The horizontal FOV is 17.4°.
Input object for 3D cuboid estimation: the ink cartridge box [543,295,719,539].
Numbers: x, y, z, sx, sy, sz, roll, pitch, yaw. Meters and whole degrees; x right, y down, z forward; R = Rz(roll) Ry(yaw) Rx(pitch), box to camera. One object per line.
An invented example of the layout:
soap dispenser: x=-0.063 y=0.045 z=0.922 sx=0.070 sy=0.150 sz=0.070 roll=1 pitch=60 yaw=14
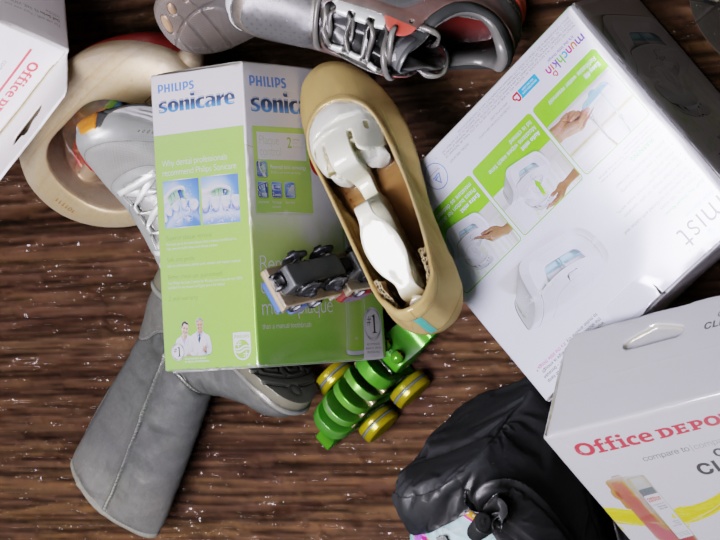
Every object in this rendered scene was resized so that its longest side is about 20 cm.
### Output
ink cartridge box: x=0.228 y=0.120 z=1.473 sx=0.145 sy=0.084 sz=0.200 roll=-18 pitch=127 yaw=34

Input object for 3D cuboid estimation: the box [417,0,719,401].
box: x=0.146 y=-0.048 z=1.522 sx=0.177 sy=0.097 sz=0.200 roll=49 pitch=122 yaw=10

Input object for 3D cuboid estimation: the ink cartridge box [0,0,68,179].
ink cartridge box: x=-0.268 y=-0.168 z=1.684 sx=0.117 sy=0.067 sz=0.200 roll=-47 pitch=36 yaw=31

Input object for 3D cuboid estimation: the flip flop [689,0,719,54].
flip flop: x=0.278 y=-0.121 z=1.455 sx=0.200 sy=0.057 sz=0.081 roll=56 pitch=129 yaw=24

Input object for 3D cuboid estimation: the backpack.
backpack: x=0.111 y=0.192 z=1.588 sx=0.126 sy=0.167 sz=0.201 roll=-15 pitch=109 yaw=41

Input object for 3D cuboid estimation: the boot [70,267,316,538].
boot: x=-0.129 y=0.117 z=1.741 sx=0.182 sy=0.072 sz=0.201 roll=43 pitch=115 yaw=36

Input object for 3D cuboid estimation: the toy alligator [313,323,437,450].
toy alligator: x=0.018 y=0.064 z=1.654 sx=0.059 sy=0.054 sz=0.200 roll=47 pitch=121 yaw=11

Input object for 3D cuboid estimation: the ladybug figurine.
ladybug figurine: x=-0.165 y=-0.108 z=1.689 sx=0.136 sy=0.072 sz=0.200 roll=38 pitch=135 yaw=-18

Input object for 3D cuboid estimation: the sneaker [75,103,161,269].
sneaker: x=-0.124 y=-0.036 z=1.627 sx=0.076 sy=0.200 sz=0.092 roll=-21 pitch=48 yaw=30

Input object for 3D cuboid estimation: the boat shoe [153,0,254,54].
boat shoe: x=-0.044 y=-0.208 z=1.598 sx=0.199 sy=0.073 sz=0.075 roll=-10 pitch=130 yaw=9

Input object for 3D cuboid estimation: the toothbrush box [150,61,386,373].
toothbrush box: x=-0.061 y=-0.034 z=1.594 sx=0.086 sy=0.145 sz=0.201 roll=-6 pitch=86 yaw=36

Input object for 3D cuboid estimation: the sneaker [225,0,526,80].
sneaker: x=0.011 y=-0.164 z=1.531 sx=0.199 sy=0.082 sz=0.077 roll=2 pitch=130 yaw=0

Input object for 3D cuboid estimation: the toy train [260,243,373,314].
toy train: x=0.000 y=0.000 z=1.562 sx=0.046 sy=0.200 sz=0.034 roll=-38 pitch=73 yaw=35

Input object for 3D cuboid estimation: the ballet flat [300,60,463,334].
ballet flat: x=0.009 y=-0.053 z=1.512 sx=0.069 sy=0.063 sz=0.201 roll=-32 pitch=73 yaw=17
